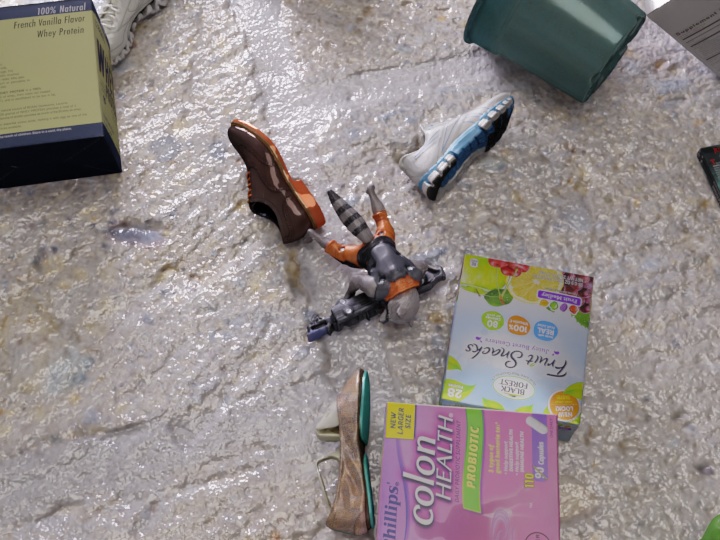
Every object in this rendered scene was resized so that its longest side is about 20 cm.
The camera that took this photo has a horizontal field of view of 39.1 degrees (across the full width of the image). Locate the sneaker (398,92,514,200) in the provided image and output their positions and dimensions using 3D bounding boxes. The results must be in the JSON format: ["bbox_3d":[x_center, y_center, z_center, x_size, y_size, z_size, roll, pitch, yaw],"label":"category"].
[{"bbox_3d":[0.131,-0.190,1.400,0.086,0.075,0.200,38,67,24],"label":"sneaker"}]

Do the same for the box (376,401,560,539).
[{"bbox_3d":[0.120,0.253,1.144,0.198,0.097,0.177,4,62,2],"label":"box"}]

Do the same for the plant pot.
[{"bbox_3d":[0.280,-0.352,1.429,0.196,0.201,0.200,38,67,9],"label":"plant pot"}]

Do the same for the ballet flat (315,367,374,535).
[{"bbox_3d":[-0.020,0.208,1.187,0.067,0.068,0.202,-5,60,5],"label":"ballet flat"}]

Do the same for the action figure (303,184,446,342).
[{"bbox_3d":[0.000,0.000,1.278,0.199,0.105,0.194,-31,61,-15],"label":"action figure"}]

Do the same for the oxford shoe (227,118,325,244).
[{"bbox_3d":[-0.131,-0.122,1.361,0.072,0.071,0.200,-34,67,-12],"label":"oxford shoe"}]

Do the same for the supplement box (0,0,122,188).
[{"bbox_3d":[-0.436,-0.235,1.359,0.198,0.134,0.202,-8,75,-5],"label":"supplement box"}]

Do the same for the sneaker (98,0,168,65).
[{"bbox_3d":[-0.358,-0.382,1.493,0.075,0.081,0.201,24,65,10],"label":"sneaker"}]

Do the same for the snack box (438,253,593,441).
[{"bbox_3d":[0.192,0.093,1.248,0.167,0.068,0.202,9,64,4],"label":"snack box"}]

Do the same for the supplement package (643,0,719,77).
[{"bbox_3d":[0.497,-0.385,1.423,0.199,0.119,0.122,24,54,-36],"label":"supplement package"}]

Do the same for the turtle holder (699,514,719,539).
[{"bbox_3d":[0.397,0.354,1.086,0.131,0.141,0.186,31,25,-1],"label":"turtle holder"}]

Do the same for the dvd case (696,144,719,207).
[{"bbox_3d":[0.562,-0.094,1.378,0.145,0.022,0.201,-12,64,-7],"label":"dvd case"}]
